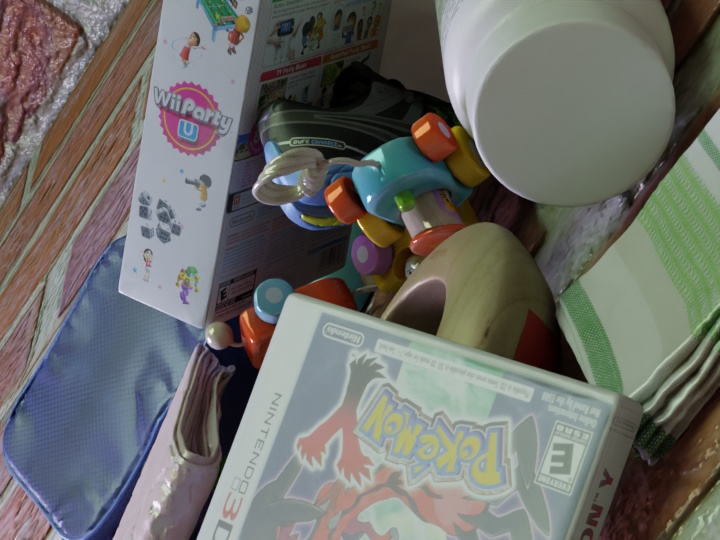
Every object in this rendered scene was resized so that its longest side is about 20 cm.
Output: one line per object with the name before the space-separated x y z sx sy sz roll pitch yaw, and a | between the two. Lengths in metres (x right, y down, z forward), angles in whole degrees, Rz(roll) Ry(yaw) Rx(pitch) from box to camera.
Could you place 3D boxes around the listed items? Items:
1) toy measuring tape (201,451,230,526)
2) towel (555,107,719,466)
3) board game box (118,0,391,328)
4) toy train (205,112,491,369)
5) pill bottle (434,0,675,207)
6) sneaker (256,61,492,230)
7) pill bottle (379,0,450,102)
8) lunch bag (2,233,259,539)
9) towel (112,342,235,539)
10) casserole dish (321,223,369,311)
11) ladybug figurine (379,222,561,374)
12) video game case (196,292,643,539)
toy measuring tape | -0.003 0.087 1.059 0.200 0.074 0.074 -41 12 -16
towel | 0.154 -0.031 0.811 0.200 0.031 0.149 -55 18 16
board game box | -0.054 -0.085 1.084 0.147 0.064 0.201 -25 -48 -57
toy train | 0.000 0.000 1.001 0.200 0.150 0.056 102 145 -62
pill bottle | 0.096 -0.118 0.982 0.113 0.113 0.200 -53 17 23
sneaker | 0.026 -0.079 1.057 0.199 0.083 0.071 -14 -20 -43
pill bottle | -0.001 -0.110 1.248 0.113 0.112 0.200 -65 19 -16
lunch bag | -0.115 0.093 1.208 0.136 0.132 0.200 43 105 44
towel | -0.117 0.154 1.033 0.191 0.032 0.201 -89 22 -76
casserole dish | -0.046 0.023 1.300 0.200 0.039 0.121 -46 21 42
ladybug figurine | 0.035 0.075 0.905 0.200 0.072 0.136 -64 18 -14
video game case | 0.007 0.115 0.816 0.200 0.023 0.183 16 84 45
